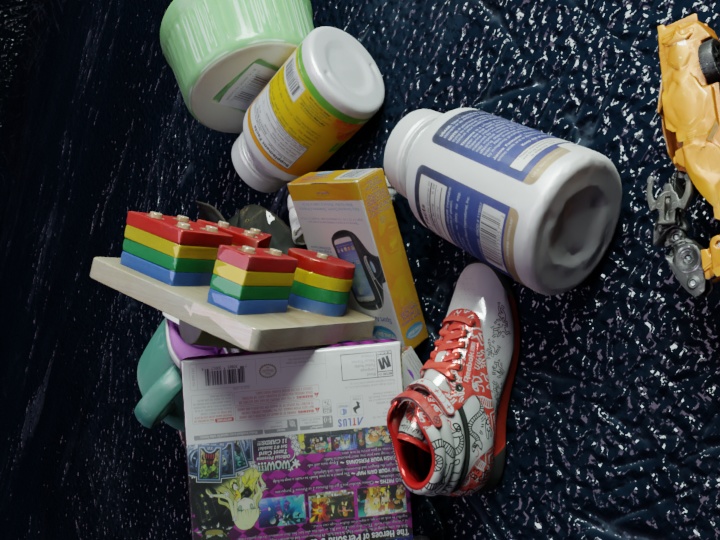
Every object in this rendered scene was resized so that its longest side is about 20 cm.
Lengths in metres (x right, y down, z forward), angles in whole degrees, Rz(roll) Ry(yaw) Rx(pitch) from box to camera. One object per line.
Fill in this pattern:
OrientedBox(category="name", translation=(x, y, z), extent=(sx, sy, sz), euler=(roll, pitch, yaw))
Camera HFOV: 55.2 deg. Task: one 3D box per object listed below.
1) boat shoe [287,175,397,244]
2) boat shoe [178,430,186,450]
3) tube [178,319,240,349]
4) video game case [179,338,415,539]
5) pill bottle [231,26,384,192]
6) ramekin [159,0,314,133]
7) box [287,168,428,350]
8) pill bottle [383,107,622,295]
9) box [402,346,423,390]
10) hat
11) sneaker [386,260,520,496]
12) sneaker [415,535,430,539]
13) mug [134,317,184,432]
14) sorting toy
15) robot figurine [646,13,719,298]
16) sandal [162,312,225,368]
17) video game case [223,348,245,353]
OrientedBox(category="boat shoe", translation=(-0.020, -0.062, 0.770), extent=(0.198, 0.069, 0.072), euler=(-9, 78, 59))
OrientedBox(category="boat shoe", translation=(-0.195, 0.275, 0.937), extent=(0.072, 0.073, 0.206), euler=(114, 144, -79))
OrientedBox(category="tube", translation=(-0.098, 0.061, 0.741), extent=(0.051, 0.197, 0.060), euler=(20, 98, 45))
OrientedBox(category="video game case", translation=(-0.054, 0.161, 0.607), extent=(0.036, 0.194, 0.187), euler=(166, 99, -84))
OrientedBox(category="pill bottle", translation=(-0.071, -0.178, 0.813), extent=(0.199, 0.109, 0.114), euler=(-35, 59, 42))
OrientedBox(category="ramekin", translation=(-0.140, -0.261, 0.850), extent=(0.199, 0.197, 0.100), euler=(-37, 65, 40))
OrientedBox(category="box", translation=(0.000, 0.000, 0.701), extent=(0.117, 0.041, 0.205), euler=(8, 122, 50))
OrientedBox(category="pill bottle", translation=(0.107, -0.070, 0.579), extent=(0.199, 0.109, 0.114), euler=(36, 112, 47))
OrientedBox(category="box", translation=(-0.008, 0.118, 0.724), extent=(0.198, 0.039, 0.042), euler=(-18, 107, 52))
OrientedBox(category="hat", translation=(-0.121, -0.023, 0.866), extent=(0.201, 0.080, 0.202), euler=(46, 161, 21))
OrientedBox(category="sneaker", translation=(0.079, 0.090, 0.591), extent=(0.066, 0.106, 0.208), euler=(-1, 84, 49))
OrientedBox(category="sneaker", translation=(0.059, 0.349, 0.623), extent=(0.097, 0.074, 0.207), euler=(5, 85, 27))
OrientedBox(category="mug", translation=(-0.195, 0.124, 0.878), extent=(0.115, 0.150, 0.187), euler=(-50, 29, 25))
OrientedBox(category="sorting toy", translation=(-0.106, 0.002, 0.642), extent=(0.196, 0.197, 0.072), euler=(19, 97, 28))
OrientedBox(category="robot figurine", translation=(0.256, -0.080, 0.440), extent=(0.143, 0.057, 0.207), euler=(-16, 72, 49))
OrientedBox(category="sandal", translation=(-0.199, 0.047, 0.819), extent=(0.051, 0.080, 0.205), euler=(95, 151, -48))
OrientedBox(category="video game case", translation=(-0.130, 0.084, 0.801), extent=(0.017, 0.143, 0.202), euler=(-33, 68, 4))
